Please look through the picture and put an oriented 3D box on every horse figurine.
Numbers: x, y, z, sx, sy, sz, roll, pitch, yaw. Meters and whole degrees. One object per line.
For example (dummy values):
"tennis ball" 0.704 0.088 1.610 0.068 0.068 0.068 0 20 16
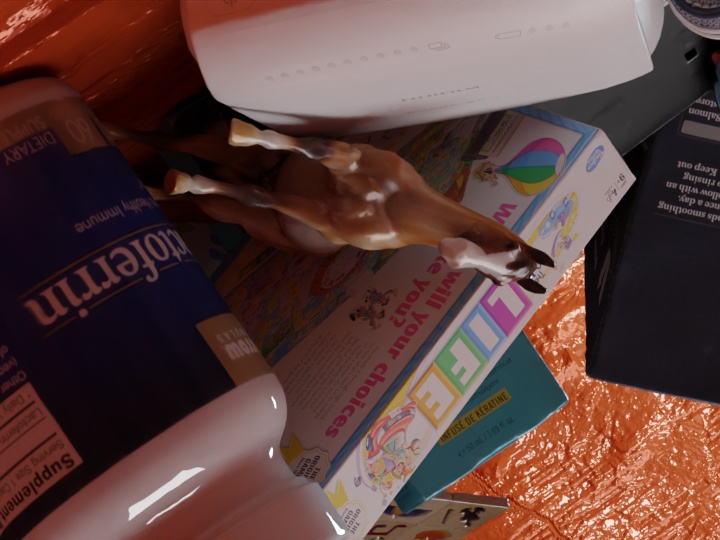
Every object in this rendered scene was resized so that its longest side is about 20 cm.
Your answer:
"horse figurine" -0.030 -0.029 1.006 0.132 0.050 0.200 13 175 -31

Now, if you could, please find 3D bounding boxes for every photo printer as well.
"photo printer" 0.026 -0.097 0.943 0.166 0.070 0.200 -9 176 7

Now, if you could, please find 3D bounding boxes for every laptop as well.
"laptop" 0.135 -0.132 1.177 0.177 0.103 0.200 -37 147 4

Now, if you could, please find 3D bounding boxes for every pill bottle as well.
"pill bottle" -0.098 0.040 0.934 0.116 0.200 0.116 -35 174 -4

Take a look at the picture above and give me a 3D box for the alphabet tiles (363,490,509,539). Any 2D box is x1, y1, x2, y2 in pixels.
"alphabet tiles" -0.038 0.117 1.238 0.200 0.008 0.167 9 151 -30

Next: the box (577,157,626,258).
"box" 0.089 -0.068 1.440 0.048 0.122 0.200 -28 171 -10

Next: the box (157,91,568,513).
"box" 0.000 0.000 1.137 0.082 0.200 0.049 -33 175 -15

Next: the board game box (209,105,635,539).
"board game box" 0.001 0.012 1.046 0.134 0.034 0.200 24 -110 47

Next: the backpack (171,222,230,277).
"backpack" -0.043 0.033 1.242 0.199 0.147 0.183 -1 155 -26

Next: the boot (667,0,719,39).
"boot" 0.156 -0.154 0.925 0.090 0.073 0.200 -19 155 -48

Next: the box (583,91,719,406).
"box" 0.199 -0.060 1.430 0.197 0.117 0.200 -82 -175 -61

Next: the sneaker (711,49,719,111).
"sneaker" 0.211 -0.097 1.104 0.079 0.096 0.200 -17 143 -20
